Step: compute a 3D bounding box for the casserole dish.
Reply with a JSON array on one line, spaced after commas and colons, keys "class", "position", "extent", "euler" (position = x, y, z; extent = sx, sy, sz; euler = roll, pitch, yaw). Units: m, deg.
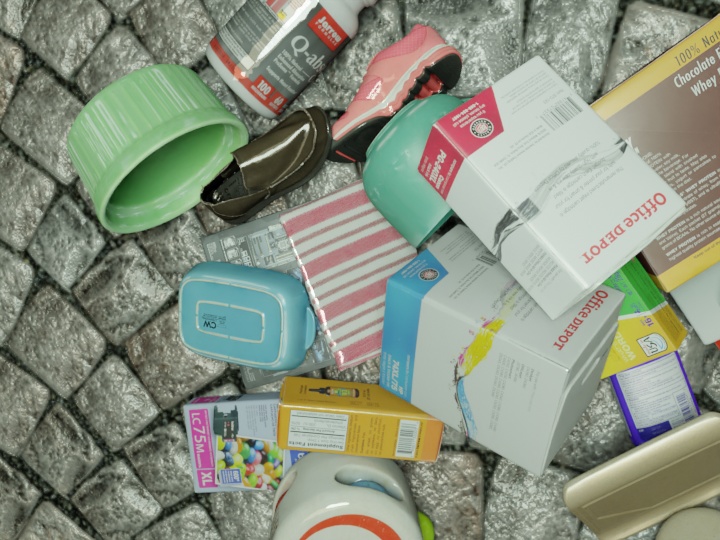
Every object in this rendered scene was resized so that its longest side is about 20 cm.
[{"class": "casserole dish", "position": [-0.148, 0.057, 0.843], "extent": [0.197, 0.039, 0.123], "euler": [9, 102, 24]}]

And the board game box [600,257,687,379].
[{"class": "board game box", "position": [0.227, 0.050, 0.778], "extent": [0.154, 0.040, 0.200], "euler": [54, 137, 2]}]

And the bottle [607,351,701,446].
[{"class": "bottle", "position": [0.322, 0.106, 0.808], "extent": [0.082, 0.065, 0.203], "euler": [-22, 92, 7]}]

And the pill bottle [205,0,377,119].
[{"class": "pill bottle", "position": [-0.074, -0.284, 0.812], "extent": [0.200, 0.116, 0.116], "euler": [-43, 88, 12]}]

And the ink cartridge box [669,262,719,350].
[{"class": "ink cartridge box", "position": [0.458, 0.026, 0.752], "extent": [0.199, 0.044, 0.175], "euler": [-35, 92, 31]}]

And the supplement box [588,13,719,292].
[{"class": "supplement box", "position": [0.341, -0.123, 0.746], "extent": [0.196, 0.133, 0.201], "euler": [-34, 90, 12]}]

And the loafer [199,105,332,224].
[{"class": "loafer", "position": [-0.115, -0.121, 0.835], "extent": [0.199, 0.071, 0.074], "euler": [-38, 70, 25]}]

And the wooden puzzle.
[{"class": "wooden puzzle", "position": [0.326, 0.233, 0.785], "extent": [0.183, 0.200, 0.038], "euler": [-31, 47, 11]}]

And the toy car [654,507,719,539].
[{"class": "toy car", "position": [0.429, 0.389, 0.796], "extent": [0.183, 0.177, 0.201], "euler": [-33, 118, 1]}]

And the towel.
[{"class": "towel", "position": [0.000, 0.000, 0.844], "extent": [0.145, 0.030, 0.203], "euler": [-22, 91, -17]}]

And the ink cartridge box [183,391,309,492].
[{"class": "ink cartridge box", "position": [-0.127, 0.222, 0.916], "extent": [0.196, 0.042, 0.122], "euler": [-6, 95, 9]}]

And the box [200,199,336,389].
[{"class": "box", "position": [-0.096, 0.030, 0.883], "extent": [0.155, 0.051, 0.203], "euler": [-17, 92, 12]}]

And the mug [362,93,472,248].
[{"class": "mug", "position": [0.082, -0.125, 0.797], "extent": [0.114, 0.185, 0.152], "euler": [44, 126, 4]}]

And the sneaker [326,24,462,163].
[{"class": "sneaker", "position": [0.027, -0.208, 0.838], "extent": [0.199, 0.073, 0.088], "euler": [-37, 60, 18]}]

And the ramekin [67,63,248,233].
[{"class": "ramekin", "position": [-0.238, -0.144, 0.820], "extent": [0.199, 0.200, 0.098], "euler": [-39, 81, 12]}]

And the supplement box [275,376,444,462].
[{"class": "supplement box", "position": [-0.002, 0.179, 0.850], "extent": [0.196, 0.067, 0.070], "euler": [8, 110, -4]}]

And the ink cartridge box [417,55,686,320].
[{"class": "ink cartridge box", "position": [0.173, -0.078, 0.654], "extent": [0.144, 0.084, 0.201], "euler": [-34, 75, -22]}]

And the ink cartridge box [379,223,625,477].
[{"class": "ink cartridge box", "position": [0.142, 0.074, 0.732], "extent": [0.198, 0.146, 0.148], "euler": [26, 130, 29]}]

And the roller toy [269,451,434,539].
[{"class": "roller toy", "position": [-0.020, 0.317, 0.834], "extent": [0.198, 0.140, 0.184], "euler": [-25, 106, 3]}]
